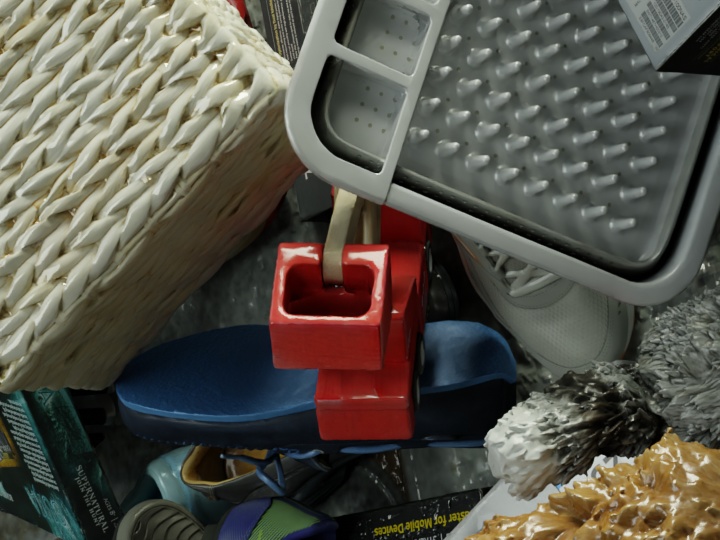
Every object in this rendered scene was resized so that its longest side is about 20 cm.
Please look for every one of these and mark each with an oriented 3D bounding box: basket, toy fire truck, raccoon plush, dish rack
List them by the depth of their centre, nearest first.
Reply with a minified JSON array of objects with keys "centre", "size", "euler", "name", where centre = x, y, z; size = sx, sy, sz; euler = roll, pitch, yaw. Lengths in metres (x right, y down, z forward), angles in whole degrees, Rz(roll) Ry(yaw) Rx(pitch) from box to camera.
[{"centre":[0.161,0.037,0.903],"size":[0.097,0.199,0.134],"euler":[54,151,13],"name":"raccoon plush"},{"centre":[0.072,-0.090,0.992],"size":[0.044,0.199,0.173],"euler":[162,129,-73],"name":"dish rack"},{"centre":[0.000,0.000,1.046],"size":[0.201,0.048,0.142],"euler":[-82,-11,-46],"name":"toy fire truck"},{"centre":[-0.135,-0.061,1.051],"size":[0.161,0.198,0.200],"euler":[45,95,7],"name":"basket"}]

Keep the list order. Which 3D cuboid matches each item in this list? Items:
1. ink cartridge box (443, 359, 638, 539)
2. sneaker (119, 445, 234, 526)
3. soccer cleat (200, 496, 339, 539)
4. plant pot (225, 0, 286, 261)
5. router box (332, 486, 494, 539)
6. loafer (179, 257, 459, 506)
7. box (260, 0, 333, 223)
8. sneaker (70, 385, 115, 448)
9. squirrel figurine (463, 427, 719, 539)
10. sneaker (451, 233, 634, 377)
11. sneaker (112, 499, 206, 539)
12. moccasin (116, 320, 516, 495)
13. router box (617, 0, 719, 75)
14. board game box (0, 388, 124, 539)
[{"centre":[0.111,0.171,1.022],"size":[0.200,0.045,0.177],"euler":[-49,61,23],"name":"ink cartridge box"},{"centre":[-0.130,0.178,1.318],"size":[0.074,0.081,0.201],"euler":[46,123,40],"name":"sneaker"},{"centre":[-0.038,0.215,1.144],"size":[0.083,0.064,0.202],"euler":[-2,90,40],"name":"soccer cleat"},{"centre":[-0.145,-0.088,1.247],"size":[0.200,0.199,0.184],"euler":[-37,67,43],"name":"plant pot"},{"centre":[0.019,0.196,1.166],"size":[0.199,0.051,0.151],"euler":[-18,77,46],"name":"router box"},{"centre":[-0.021,0.066,1.197],"size":[0.200,0.072,0.073],"euler":[-52,53,35],"name":"loafer"},{"centre":[0.014,-0.143,1.177],"size":[0.160,0.043,0.202],"euler":[-25,71,47],"name":"box"},{"centre":[-0.183,0.010,1.393],"size":[0.081,0.075,0.202],"euler":[34,115,53],"name":"sneaker"},{"centre":[0.108,0.156,0.923],"size":[0.186,0.142,0.200],"euler":[-17,122,42],"name":"squirrel figurine"},{"centre":[0.056,-0.032,1.051],"size":[0.075,0.092,0.201],"euler":[-28,94,25],"name":"sneaker"},{"centre":[-0.109,0.221,1.265],"size":[0.106,0.075,0.201],"euler":[-4,109,52],"name":"sneaker"},{"centre":[-0.021,0.074,1.129],"size":[0.081,0.198,0.069],"euler":[-77,-17,-49],"name":"moccasin"},{"centre":[0.145,-0.170,0.939],"size":[0.052,0.156,0.201],"euler":[-46,58,39],"name":"router box"},{"centre":[-0.201,0.084,1.314],"size":[0.200,0.028,0.136],"euler":[7,121,64],"name":"board game box"}]
